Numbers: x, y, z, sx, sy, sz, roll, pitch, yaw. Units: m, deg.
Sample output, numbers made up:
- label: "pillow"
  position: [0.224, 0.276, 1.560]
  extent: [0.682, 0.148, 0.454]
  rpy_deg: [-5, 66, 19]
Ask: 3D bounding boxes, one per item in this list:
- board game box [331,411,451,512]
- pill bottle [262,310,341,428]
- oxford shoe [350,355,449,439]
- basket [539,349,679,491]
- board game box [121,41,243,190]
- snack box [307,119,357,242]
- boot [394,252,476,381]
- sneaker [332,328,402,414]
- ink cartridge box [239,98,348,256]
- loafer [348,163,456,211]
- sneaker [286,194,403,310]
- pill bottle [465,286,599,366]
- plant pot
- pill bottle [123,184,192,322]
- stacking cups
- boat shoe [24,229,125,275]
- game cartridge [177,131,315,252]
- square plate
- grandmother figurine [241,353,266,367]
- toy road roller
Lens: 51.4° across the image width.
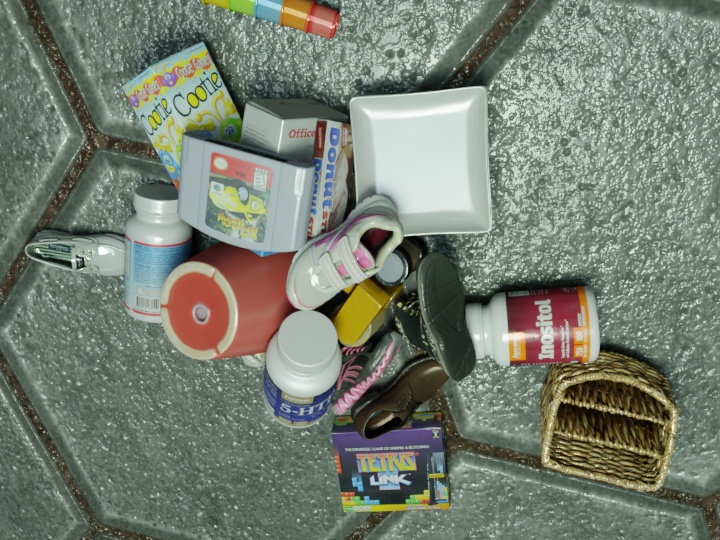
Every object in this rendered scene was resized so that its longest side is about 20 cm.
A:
- label: "board game box"
  position: [0.056, 0.340, 1.320]
  extent: [0.194, 0.057, 0.170]
  rpy_deg: [-5, 111, 11]
- label: "pill bottle"
  position: [-0.089, 0.150, 1.151]
  extent: [0.117, 0.122, 0.202]
  rpy_deg: [17, 146, 2]
- label: "oxford shoe"
  position: [0.078, 0.218, 1.242]
  extent: [0.198, 0.085, 0.073]
  rpy_deg: [-38, 114, 3]
- label: "basket"
  position: [0.387, 0.226, 1.160]
  extent: [0.194, 0.150, 0.146]
  rpy_deg: [14, 127, 4]
- label: "board game box"
  position: [-0.245, -0.210, 1.108]
  extent: [0.104, 0.103, 0.204]
  rpy_deg: [-8, 113, 49]
- label: "snack box"
  position: [-0.044, -0.109, 1.076]
  extent: [0.024, 0.071, 0.206]
  rpy_deg: [12, 100, 36]
- label: "boot"
  position: [0.096, 0.056, 1.143]
  extent: [0.072, 0.153, 0.208]
  rpy_deg: [-27, 116, -19]
- label: "sneaker"
  position: [-0.010, 0.153, 1.242]
  extent: [0.095, 0.079, 0.201]
  rpy_deg: [45, 124, 7]
- label: "ink cartridge box"
  position: [-0.108, -0.140, 1.101]
  extent: [0.083, 0.143, 0.205]
  rpy_deg: [28, 117, 32]
- label: "loafer"
  position: [0.061, -0.144, 1.122]
  extent: [0.195, 0.073, 0.073]
  rpy_deg: [-14, 107, 12]
- label: "sneaker"
  position: [-0.020, -0.020, 1.020]
  extent: [0.200, 0.088, 0.082]
  rpy_deg: [-44, 114, -1]
- label: "pill bottle"
  position: [0.263, 0.089, 1.159]
  extent: [0.194, 0.113, 0.116]
  rpy_deg: [-5, 111, 11]
- label: "plant pot"
  position: [-0.201, 0.047, 1.152]
  extent: [0.195, 0.177, 0.207]
  rpy_deg: [4, 100, 22]
- label: "pill bottle"
  position: [-0.326, -0.029, 1.208]
  extent: [0.106, 0.109, 0.205]
  rpy_deg: [11, 112, 4]
- label: "stacking cups"
  position: [-0.126, -0.381, 1.066]
  extent: [0.195, 0.061, 0.062]
  rpy_deg: [17, 113, 2]
- label: "boat shoe"
  position: [-0.464, -0.021, 1.255]
  extent: [0.194, 0.067, 0.076]
  rpy_deg: [5, 112, 7]
- label: "game cartridge"
  position: [-0.161, -0.102, 1.026]
  extent: [0.195, 0.041, 0.136]
  rpy_deg: [16, 117, 14]
- label: "square plate"
  position: [0.087, -0.152, 1.070]
  extent: [0.194, 0.028, 0.204]
  rpy_deg: [-3, 98, 9]
- label: "grandmother figurine"
  position: [-0.136, 0.092, 1.257]
  extent: [0.201, 0.060, 0.122]
  rpy_deg: [-48, 70, 25]
- label: "toy road roller"
  position: [0.000, 0.000, 1.167]
  extent: [0.145, 0.123, 0.202]
  rpy_deg: [37, 112, 9]
